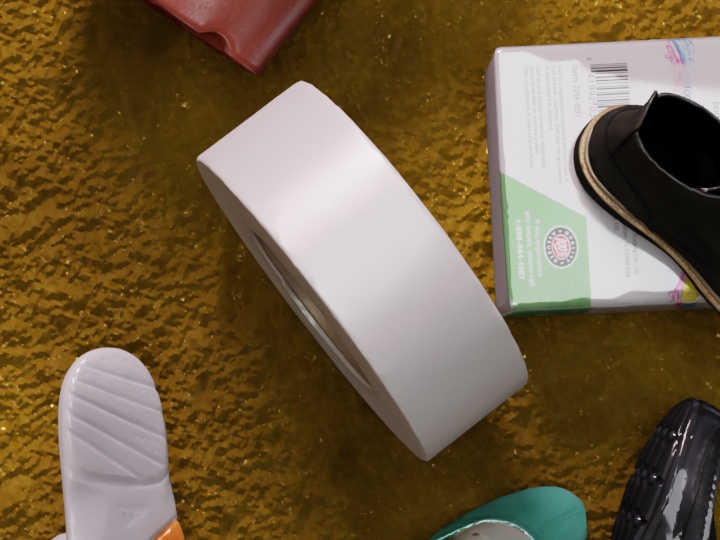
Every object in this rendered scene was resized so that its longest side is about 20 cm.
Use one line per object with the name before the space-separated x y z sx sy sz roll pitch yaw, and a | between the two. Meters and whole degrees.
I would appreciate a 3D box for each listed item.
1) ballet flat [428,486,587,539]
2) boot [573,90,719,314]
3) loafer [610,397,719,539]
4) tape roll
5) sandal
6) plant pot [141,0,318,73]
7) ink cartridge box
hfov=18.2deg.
ballet flat | 0.041 0.180 1.225 0.200 0.070 0.068 -27 85 -5
boot | 0.203 -0.018 1.136 0.200 0.138 0.078 29 85 -2
loafer | 0.171 0.171 1.236 0.070 0.068 0.201 15 89 -8
tape roll | 0.000 0.000 1.180 0.071 0.202 0.203 -38 87 -5
sandal | -0.137 0.144 1.227 0.079 0.059 0.208 -4 94 -32
plant pot | -0.063 -0.226 1.215 0.200 0.201 0.196 35 92 2
ink cartridge box | 0.173 -0.051 1.249 0.199 0.088 0.146 -3 85 -1
